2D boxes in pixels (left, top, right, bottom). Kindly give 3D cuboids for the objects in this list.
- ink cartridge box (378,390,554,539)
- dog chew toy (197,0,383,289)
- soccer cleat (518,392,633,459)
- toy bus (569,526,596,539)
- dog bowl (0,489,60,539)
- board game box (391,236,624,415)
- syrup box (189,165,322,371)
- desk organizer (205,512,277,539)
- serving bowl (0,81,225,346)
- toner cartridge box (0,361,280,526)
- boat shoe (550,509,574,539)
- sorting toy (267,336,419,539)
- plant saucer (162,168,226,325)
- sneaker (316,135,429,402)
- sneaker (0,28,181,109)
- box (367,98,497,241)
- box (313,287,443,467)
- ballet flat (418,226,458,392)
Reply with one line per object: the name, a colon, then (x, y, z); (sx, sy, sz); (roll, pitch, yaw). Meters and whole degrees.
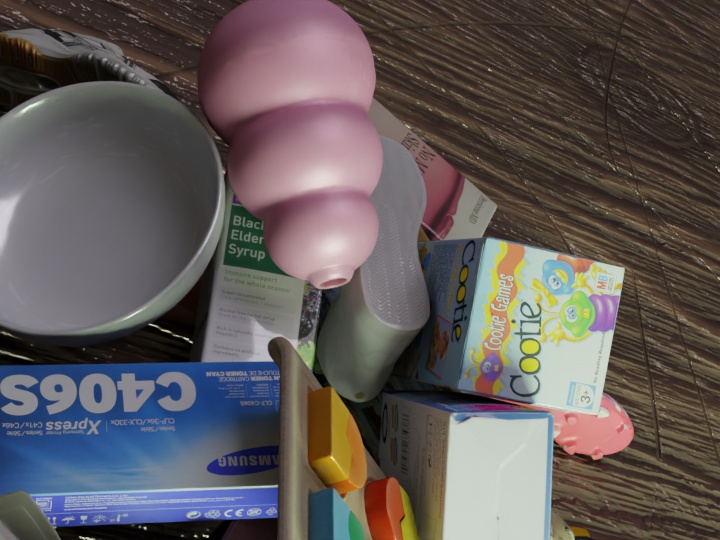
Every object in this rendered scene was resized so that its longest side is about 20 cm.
ink cartridge box: (0.062, 0.154, 1.064); (0.076, 0.200, 0.137); (3, 89, -16)
dog chew toy: (-0.040, -0.086, 1.055); (0.124, 0.124, 0.201); (3, 67, -47)
soccer cleat: (0.161, 0.104, 1.373); (0.200, 0.067, 0.077); (24, 32, -24)
toy bus: (0.148, 0.266, 1.121); (0.078, 0.065, 0.200); (3, 26, -7)
dog bowl: (-0.249, 0.178, 0.822); (0.200, 0.059, 0.200); (29, 35, -23)
board game box: (0.095, 0.037, 1.105); (0.103, 0.105, 0.200); (12, -3, -14)
syrup box: (-0.073, 0.022, 1.103); (0.079, 0.081, 0.200); (11, 64, -10)
desk organizer: (-0.085, 0.229, 0.936); (0.077, 0.072, 0.200); (38, 31, -4)
serving bowl: (-0.184, -0.031, 1.063); (0.066, 0.200, 0.200); (71, -7, -60)
toner cartridge box: (-0.131, 0.107, 0.968); (0.199, 0.043, 0.095); (0, 53, -15)
boat shoe: (0.124, 0.196, 1.107); (0.065, 0.072, 0.200); (-1, 22, -14)
sorting toy: (0.000, 0.160, 0.920); (0.200, 0.036, 0.185); (-98, 162, -45)
plant saucer: (-0.153, -0.032, 1.202); (0.200, 0.037, 0.200); (29, 33, -22)
sneaker: (0.000, 0.000, 1.145); (0.073, 0.116, 0.200); (13, 46, -14)
sneaker: (-0.196, -0.146, 1.185); (0.200, 0.076, 0.088); (26, 31, 25)
box: (0.002, -0.062, 1.344); (0.200, 0.109, 0.128); (40, 31, -5)
box: (0.010, 0.074, 1.222); (0.137, 0.040, 0.200); (-19, 78, -56)
ballet flat: (0.036, 0.010, 1.216); (0.200, 0.069, 0.063); (52, 48, -6)
